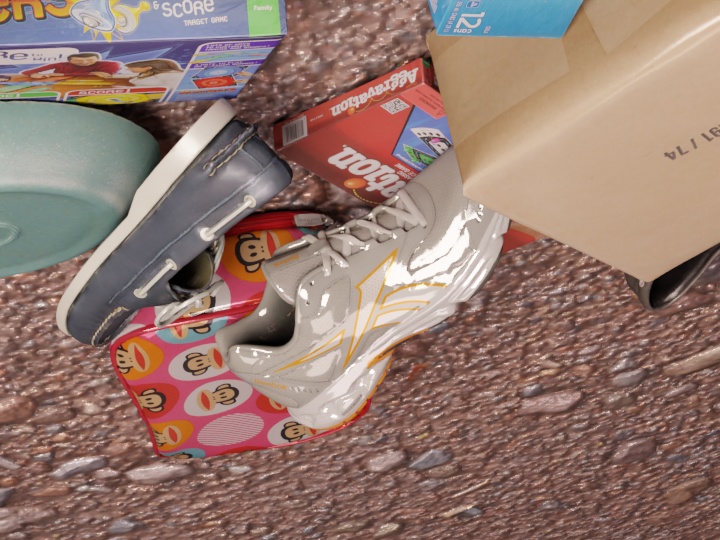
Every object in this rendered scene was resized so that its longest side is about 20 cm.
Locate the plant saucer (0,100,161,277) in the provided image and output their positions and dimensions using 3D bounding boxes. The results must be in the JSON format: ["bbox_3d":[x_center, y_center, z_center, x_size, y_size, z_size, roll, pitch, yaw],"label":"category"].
[{"bbox_3d":[-0.201,-0.032,0.882,0.200,0.036,0.200,-10,163,-3],"label":"plant saucer"}]

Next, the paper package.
[{"bbox_3d":[0.167,-0.100,0.871,0.200,0.104,0.191,-32,144,31],"label":"paper package"}]

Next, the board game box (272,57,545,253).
[{"bbox_3d":[0.052,-0.058,0.976,0.103,0.019,0.200,-21,150,32],"label":"board game box"}]

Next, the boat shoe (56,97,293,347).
[{"bbox_3d":[-0.099,-0.011,0.896,0.062,0.075,0.200,41,129,-1],"label":"boat shoe"}]

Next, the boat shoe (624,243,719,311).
[{"bbox_3d":[0.226,-0.044,1.030,0.067,0.057,0.200,5,147,-26],"label":"boat shoe"}]

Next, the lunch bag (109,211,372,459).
[{"bbox_3d":[-0.062,0.044,1.058,0.176,0.082,0.200,-11,149,-2],"label":"lunch bag"}]

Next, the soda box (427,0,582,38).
[{"bbox_3d":[0.086,-0.188,0.730,0.068,0.064,0.200,-1,149,-18],"label":"soda box"}]

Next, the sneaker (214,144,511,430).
[{"bbox_3d":[0.000,0.000,0.925,0.092,0.076,0.200,29,109,-32],"label":"sneaker"}]

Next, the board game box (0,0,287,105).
[{"bbox_3d":[-0.144,-0.104,0.770,0.200,0.035,0.135,-4,175,-15],"label":"board game box"}]
